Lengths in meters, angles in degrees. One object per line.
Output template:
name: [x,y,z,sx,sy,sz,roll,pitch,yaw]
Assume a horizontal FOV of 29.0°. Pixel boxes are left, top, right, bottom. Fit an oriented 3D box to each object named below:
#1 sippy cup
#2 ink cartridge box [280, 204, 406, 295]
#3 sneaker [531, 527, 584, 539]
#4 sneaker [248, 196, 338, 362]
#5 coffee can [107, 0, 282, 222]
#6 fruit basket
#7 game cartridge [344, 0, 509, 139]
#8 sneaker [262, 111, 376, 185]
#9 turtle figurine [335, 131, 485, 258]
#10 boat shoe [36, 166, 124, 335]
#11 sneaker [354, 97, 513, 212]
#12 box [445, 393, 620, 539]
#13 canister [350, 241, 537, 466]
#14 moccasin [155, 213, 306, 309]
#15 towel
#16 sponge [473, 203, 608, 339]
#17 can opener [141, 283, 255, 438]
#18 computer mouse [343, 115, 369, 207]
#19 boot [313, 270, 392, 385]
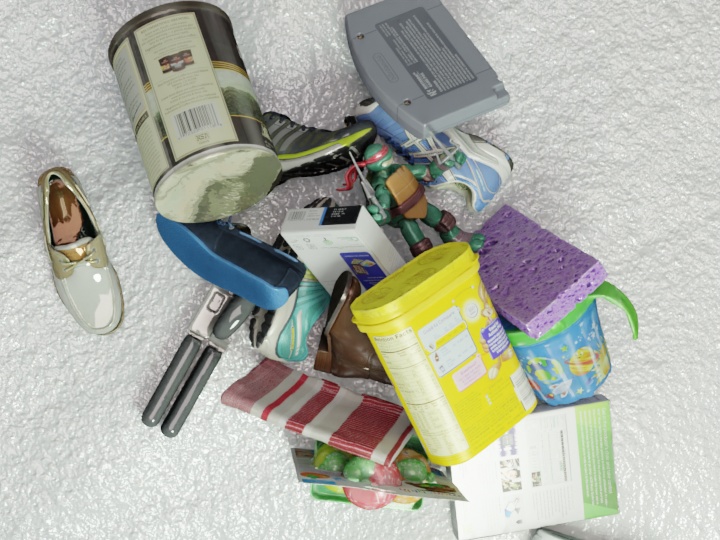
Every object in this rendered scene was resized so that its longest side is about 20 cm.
sippy cup: [0.225,0.079,1.610,0.140,0.178,0.131,-42,118,-23]
ink cartridge box: [0.000,0.000,1.570,0.099,0.200,0.039,-2,54,29]
sneaker: [0.291,0.366,1.638,0.199,0.073,0.071,19,93,4]
sneaker: [-0.067,0.011,1.627,0.079,0.077,0.201,24,82,-30]
coffee can: [-0.185,-0.175,1.548,0.146,0.146,0.201,-17,67,-7]
fruit basket: [0.017,0.220,1.546,0.185,0.200,0.094,8,86,-5]
game cartridge: [0.068,-0.240,1.618,0.133,0.041,0.200,-21,57,-17]
sneaker: [-0.079,-0.149,1.607,0.199,0.074,0.081,-13,79,13]
turtle figurine: [0.059,-0.084,1.585,0.150,0.101,0.200,-43,113,-20]
boat shoe: [-0.326,-0.020,1.591,0.075,0.068,0.201,-21,89,-7]
sneaker: [0.081,-0.140,1.640,0.200,0.076,0.077,27,79,-3]
box: [0.200,0.231,1.633,0.199,0.036,0.145,-8,102,-6]
canister: [0.094,0.092,1.509,0.148,0.086,0.200,-33,106,-26]
moccasin: [-0.147,-0.020,1.593,0.200,0.081,0.068,33,57,23]
towel: [-0.042,0.154,1.552,0.199,0.144,0.023,20,107,11]
sponge: [0.183,-0.001,1.589,0.111,0.200,0.030,-40,123,-7]
can opener: [-0.186,0.097,1.602,0.053,0.066,0.200,31,86,-10]
computer mouse: [-0.005,-0.082,1.638,0.034,0.059,0.201,-9,86,1]
boot: [0.056,0.080,1.579,0.199,0.187,0.064,14,57,-1]
